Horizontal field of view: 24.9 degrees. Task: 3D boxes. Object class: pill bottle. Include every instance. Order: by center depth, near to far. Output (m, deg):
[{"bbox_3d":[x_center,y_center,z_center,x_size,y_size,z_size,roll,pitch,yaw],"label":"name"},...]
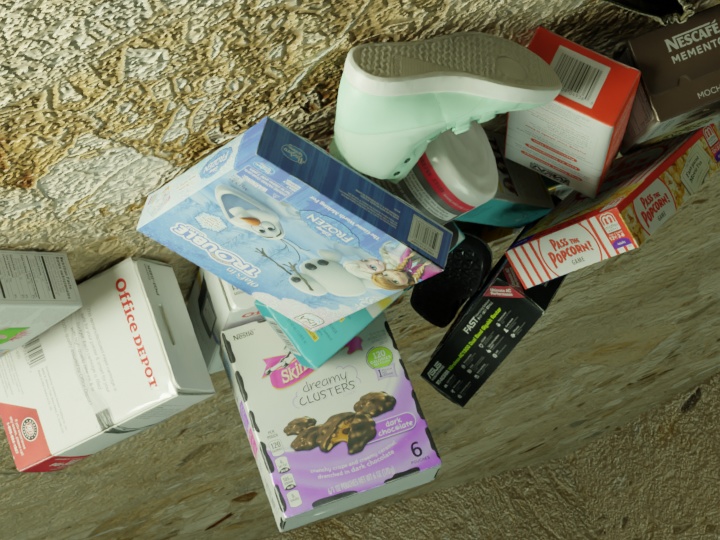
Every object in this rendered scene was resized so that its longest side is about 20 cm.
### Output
[{"bbox_3d":[0.016,-0.072,1.472,0.199,0.112,0.110,-27,163,28],"label":"pill bottle"}]

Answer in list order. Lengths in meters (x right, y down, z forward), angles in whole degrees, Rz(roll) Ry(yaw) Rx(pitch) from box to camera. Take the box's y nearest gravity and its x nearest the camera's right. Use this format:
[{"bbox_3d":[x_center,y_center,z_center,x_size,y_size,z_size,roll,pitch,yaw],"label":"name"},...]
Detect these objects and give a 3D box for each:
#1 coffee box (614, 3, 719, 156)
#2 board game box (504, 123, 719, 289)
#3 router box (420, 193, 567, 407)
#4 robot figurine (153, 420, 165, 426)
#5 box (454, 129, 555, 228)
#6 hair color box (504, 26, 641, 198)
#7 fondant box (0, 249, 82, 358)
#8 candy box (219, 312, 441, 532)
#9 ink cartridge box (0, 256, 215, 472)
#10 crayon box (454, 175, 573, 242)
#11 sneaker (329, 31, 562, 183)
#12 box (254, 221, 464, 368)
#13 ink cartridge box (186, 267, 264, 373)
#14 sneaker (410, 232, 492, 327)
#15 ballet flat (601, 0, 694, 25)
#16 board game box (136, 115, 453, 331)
[{"bbox_3d":[0.293,-0.174,1.496,0.112,0.080,0.200,-20,176,-2],"label":"coffee box"},{"bbox_3d":[0.254,-0.065,1.599,0.151,0.047,0.200,-23,-168,47],"label":"board game box"},{"bbox_3d":[0.155,0.033,1.727,0.150,0.062,0.200,-53,178,-42],"label":"router box"},{"bbox_3d":[-0.270,0.118,1.744,0.199,0.113,0.170,-23,136,11],"label":"robot figurine"},{"bbox_3d":[0.115,-0.092,1.594,0.049,0.083,0.199,-29,162,28],"label":"box"},{"bbox_3d":[0.189,-0.139,1.479,0.062,0.101,0.200,-62,171,-12],"label":"hair color box"},{"bbox_3d":[-0.368,0.036,1.444,0.144,0.059,0.199,-30,161,30],"label":"fondant box"},{"bbox_3d":[-0.033,0.136,1.628,0.166,0.201,0.072,-18,162,-12],"label":"candy box"},{"bbox_3d":[-0.261,0.095,1.613,0.199,0.148,0.083,-26,165,20],"label":"ink cartridge box"},{"bbox_3d":[0.140,-0.071,1.755,0.198,0.052,0.126,-20,165,-7],"label":"crayon box"},{"bbox_3d":[0.065,-0.131,1.358,0.199,0.074,0.119,-3,136,-25],"label":"sneaker"},{"bbox_3d":[0.000,0.000,1.587,0.200,0.082,0.049,-41,-166,-13],"label":"box"},{"bbox_3d":[-0.094,0.023,1.703,0.146,0.086,0.200,-16,162,-19],"label":"ink cartridge box"},{"bbox_3d":[0.103,-0.010,1.732,0.083,0.072,0.200,-51,178,-23],"label":"sneaker"},{"bbox_3d":[0.225,-0.233,1.327,0.067,0.047,0.199,-29,163,27],"label":"ballet flat"},{"bbox_3d":[-0.059,-0.033,1.397,0.199,0.044,0.199,31,148,-25],"label":"board game box"}]
